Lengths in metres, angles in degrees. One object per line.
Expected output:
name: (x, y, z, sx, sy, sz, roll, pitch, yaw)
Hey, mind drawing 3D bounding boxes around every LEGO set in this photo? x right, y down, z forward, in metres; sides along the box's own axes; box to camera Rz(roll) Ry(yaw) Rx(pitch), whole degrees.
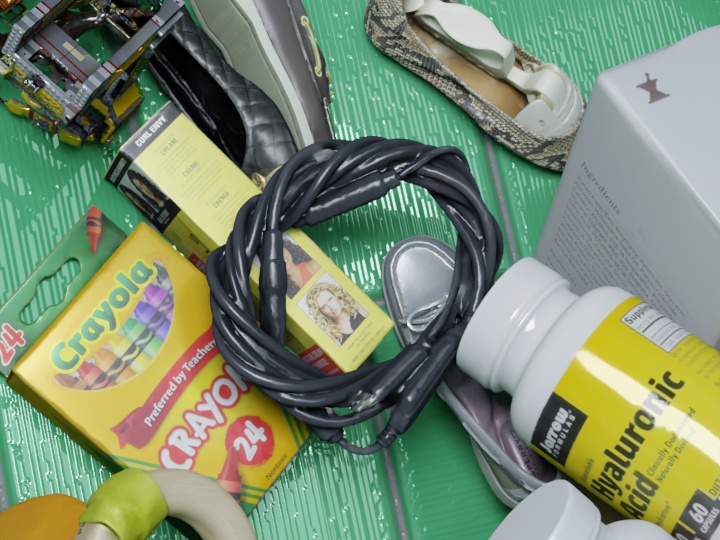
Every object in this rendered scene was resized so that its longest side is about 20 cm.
LEGO set: (-0.211, -0.146, 0.946, 0.200, 0.154, 0.116, 47, 51, -11)

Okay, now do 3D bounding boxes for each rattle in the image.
rattle: (-0.109, 0.205, 0.933, 0.199, 0.142, 0.131, 32, 41, -34)

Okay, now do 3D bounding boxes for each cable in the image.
cable: (0.000, 0.000, 0.966, 0.163, 0.051, 0.201, 36, 73, -2)

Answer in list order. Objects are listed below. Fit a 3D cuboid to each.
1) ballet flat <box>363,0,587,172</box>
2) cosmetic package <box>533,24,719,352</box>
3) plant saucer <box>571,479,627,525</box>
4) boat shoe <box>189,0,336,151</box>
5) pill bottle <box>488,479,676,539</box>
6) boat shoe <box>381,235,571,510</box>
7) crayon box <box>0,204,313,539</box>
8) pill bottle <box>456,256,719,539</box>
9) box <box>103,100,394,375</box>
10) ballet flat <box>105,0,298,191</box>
ballet flat: (0.093, -0.135, 1.085, 0.199, 0.075, 0.068, 34, 69, -9)
cosmetic package: (0.238, -0.032, 1.020, 0.164, 0.201, 0.165, -22, 62, -21)
plant saucer: (0.194, 0.173, 1.069, 0.199, 0.035, 0.202, 4, 77, -17)
boat shoe: (-0.050, -0.133, 1.039, 0.060, 0.072, 0.202, -25, 94, -32)
pill bottle: (0.159, 0.210, 0.871, 0.200, 0.112, 0.112, 42, 69, -8)
boat shoe: (0.076, 0.060, 1.024, 0.074, 0.065, 0.203, -23, 72, -8)
crayon box: (-0.127, 0.063, 0.981, 0.200, 0.051, 0.127, 40, 69, -5)
pill bottle: (0.159, 0.079, 0.933, 0.199, 0.112, 0.111, 35, 67, 20)
box: (-0.072, -0.013, 1.005, 0.200, 0.075, 0.050, 45, 69, -6)
ballet flat: (-0.104, -0.111, 1.014, 0.057, 0.067, 0.200, -30, 77, -42)
